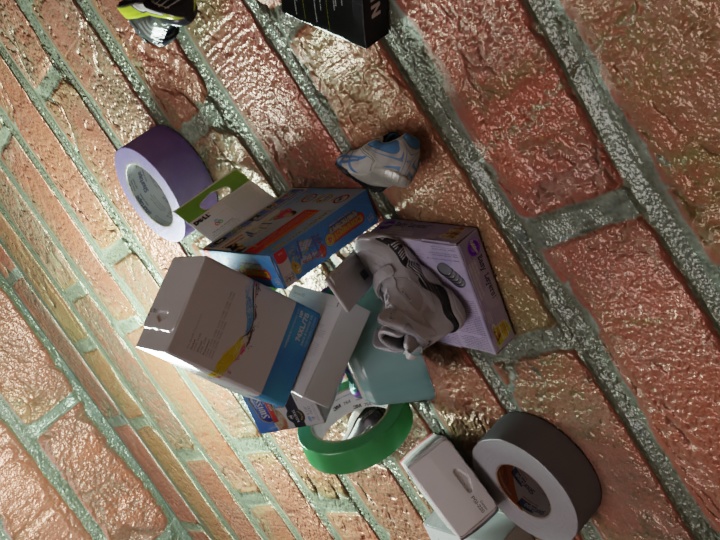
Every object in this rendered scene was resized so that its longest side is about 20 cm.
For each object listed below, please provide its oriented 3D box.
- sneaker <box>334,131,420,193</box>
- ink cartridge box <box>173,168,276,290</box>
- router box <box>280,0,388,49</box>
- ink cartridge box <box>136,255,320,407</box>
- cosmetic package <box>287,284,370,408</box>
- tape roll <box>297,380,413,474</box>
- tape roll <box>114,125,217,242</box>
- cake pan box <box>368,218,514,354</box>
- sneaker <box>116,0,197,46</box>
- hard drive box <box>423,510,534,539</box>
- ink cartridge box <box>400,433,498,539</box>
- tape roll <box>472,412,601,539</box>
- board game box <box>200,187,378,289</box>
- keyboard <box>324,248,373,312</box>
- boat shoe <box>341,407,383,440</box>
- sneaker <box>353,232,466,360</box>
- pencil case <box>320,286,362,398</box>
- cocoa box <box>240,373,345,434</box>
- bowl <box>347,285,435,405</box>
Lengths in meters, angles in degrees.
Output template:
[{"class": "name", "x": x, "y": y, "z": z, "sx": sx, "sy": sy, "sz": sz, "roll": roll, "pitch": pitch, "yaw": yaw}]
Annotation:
[{"class": "sneaker", "x": 0.026, "y": -0.150, "z": 1.394, "sx": 0.071, "sy": 0.073, "sz": 0.199, "roll": 31, "pitch": 171, "yaw": -24}, {"class": "ink cartridge box", "x": -0.191, "y": -0.061, "z": 1.696, "sx": 0.199, "sy": 0.147, "sz": 0.076, "roll": 37, "pitch": 149, "yaw": 25}, {"class": "router box", "x": -0.039, "y": -0.384, "z": 1.225, "sx": 0.148, "sy": 0.051, "sz": 0.202, "roll": 30, "pitch": 144, "yaw": 30}, {"class": "ink cartridge box", "x": -0.193, "y": 0.087, "z": 1.473, "sx": 0.198, "sy": 0.148, "sz": 0.146, "roll": 28, "pitch": 167, "yaw": -27}, {"class": "cosmetic package", "x": -0.075, "y": 0.108, "z": 1.521, "sx": 0.051, "sy": 0.153, "sz": 0.199, "roll": 25, "pitch": 174, "yaw": -26}, {"class": "tape roll", "x": -0.010, "y": 0.260, "z": 1.738, "sx": 0.199, "sy": 0.200, "sz": 0.049, "roll": 11, "pitch": 132, "yaw": 48}, {"class": "tape roll", "x": -0.360, "y": -0.159, "z": 1.887, "sx": 0.199, "sy": 0.085, "sz": 0.202, "roll": 36, "pitch": 147, "yaw": 27}, {"class": "cake pan box", "x": 0.111, "y": 0.021, "z": 1.462, "sx": 0.198, "sy": 0.052, "sz": 0.186, "roll": 8, "pitch": 127, "yaw": 50}, {"class": "sneaker", "x": -0.302, "y": -0.391, "z": 1.580, "sx": 0.199, "sy": 0.074, "sz": 0.082, "roll": 22, "pitch": 147, "yaw": 52}, {"class": "hard drive box", "x": 0.225, "y": 0.501, "z": 1.800, "sx": 0.199, "sy": 0.077, "sz": 0.157, "roll": 2, "pitch": 125, "yaw": 54}, {"class": "ink cartridge box", "x": 0.141, "y": 0.350, "z": 1.668, "sx": 0.146, "sy": 0.084, "sz": 0.200, "roll": 52, "pitch": 172, "yaw": 6}, {"class": "tape roll", "x": 0.266, "y": 0.316, "z": 1.553, "sx": 0.199, "sy": 0.066, "sz": 0.202, "roll": 34, "pitch": 145, "yaw": 27}, {"class": "board game box", "x": -0.107, "y": -0.053, "z": 1.532, "sx": 0.194, "sy": 0.199, "sz": 0.057, "roll": 7, "pitch": 126, "yaw": 51}, {"class": "keyboard", "x": 0.000, "y": 0.000, "z": 1.472, "sx": 0.011, "sy": 0.200, "sz": 0.057, "roll": -26, "pitch": 100, "yaw": 27}, {"class": "boat shoe", "x": 0.008, "y": 0.314, "z": 1.909, "sx": 0.060, "sy": 0.073, "sz": 0.201, "roll": 44, "pitch": 142, "yaw": 21}, {"class": "sneaker", "x": 0.042, "y": 0.035, "z": 1.409, "sx": 0.199, "sy": 0.115, "sz": 0.076, "roll": 41, "pitch": 149, "yaw": 19}, {"class": "pencil case", "x": -0.013, "y": 0.114, "z": 1.701, "sx": 0.091, "sy": 0.085, "sz": 0.202, "roll": -4, "pitch": 121, "yaw": 37}, {"class": "cocoa box", "x": -0.113, "y": 0.159, "z": 1.738, "sx": 0.129, "sy": 0.201, "sz": 0.135, "roll": -13, "pitch": 116, "yaw": 22}, {"class": "bowl", "x": 0.027, "y": 0.123, "z": 1.555, "sx": 0.201, "sy": 0.104, "sz": 0.203, "roll": 155, "pitch": 90, "yaw": -86}]
